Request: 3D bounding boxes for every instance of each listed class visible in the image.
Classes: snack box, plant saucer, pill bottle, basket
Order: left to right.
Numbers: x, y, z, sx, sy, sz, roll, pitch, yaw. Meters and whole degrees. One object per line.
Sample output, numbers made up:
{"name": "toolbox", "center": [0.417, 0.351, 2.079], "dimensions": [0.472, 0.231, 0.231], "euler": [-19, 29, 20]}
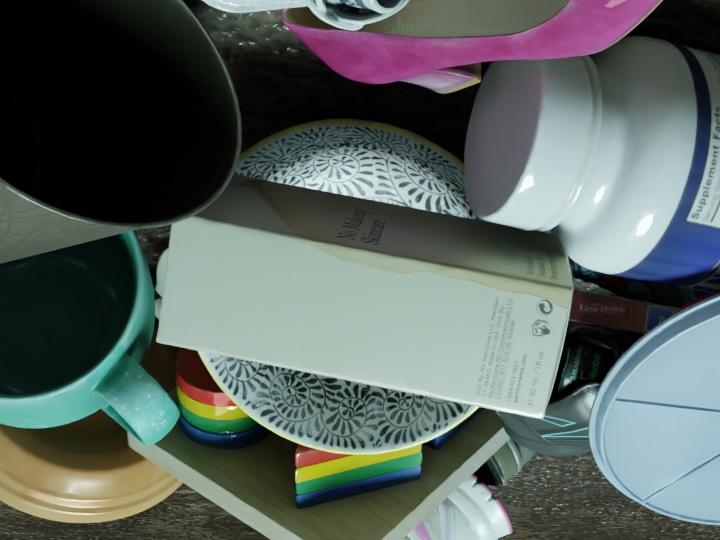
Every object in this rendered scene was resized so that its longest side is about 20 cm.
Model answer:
{"name": "basket", "center": [-0.186, -0.068, 0.613], "dimensions": [0.180, 0.137, 0.199], "euler": [28, 150, -32]}
{"name": "plant saucer", "center": [-0.197, 0.079, 0.877], "dimensions": [0.199, 0.201, 0.038], "euler": [11, 142, -21]}
{"name": "pill bottle", "center": [0.160, -0.052, 0.627], "dimensions": [0.198, 0.121, 0.120], "euler": [10, 156, -17]}
{"name": "snack box", "center": [0.222, 0.052, 0.782], "dimensions": [0.198, 0.024, 0.072], "euler": [10, 157, 6]}

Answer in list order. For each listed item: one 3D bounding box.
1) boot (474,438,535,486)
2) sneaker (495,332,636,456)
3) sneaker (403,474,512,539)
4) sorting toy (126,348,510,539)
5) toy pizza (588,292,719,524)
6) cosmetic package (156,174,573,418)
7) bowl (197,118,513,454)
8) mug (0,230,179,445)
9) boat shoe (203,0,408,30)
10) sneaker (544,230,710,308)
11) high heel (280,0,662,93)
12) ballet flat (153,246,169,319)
{"name": "boot", "center": [0.151, 0.095, 0.965], "dimensions": [0.199, 0.073, 0.182], "euler": [-33, -170, -20]}
{"name": "sneaker", "center": [0.166, 0.079, 0.749], "dimensions": [0.199, 0.076, 0.079], "euler": [-4, 146, 30]}
{"name": "sneaker", "center": [0.012, 0.152, 0.910], "dimensions": [0.200, 0.088, 0.081], "euler": [37, 167, 27]}
{"name": "sorting toy", "center": [-0.021, 0.084, 0.834], "dimensions": [0.199, 0.198, 0.070], "euler": [25, 130, 31]}
{"name": "toy pizza", "center": [0.219, 0.067, 0.658], "dimensions": [0.198, 0.032, 0.201], "euler": [-2, 134, -2]}
{"name": "cosmetic package", "center": [0.005, 0.009, 0.648], "dimensions": [0.198, 0.074, 0.104], "euler": [11, -163, 2]}
{"name": "bowl", "center": [0.000, 0.000, 0.749], "dimensions": [0.199, 0.202, 0.094], "euler": [-1, -163, 8]}
{"name": "mug", "center": [-0.204, 0.038, 0.790], "dimensions": [0.151, 0.186, 0.115], "euler": [-12, 162, -8]}
{"name": "boat shoe", "center": [0.005, -0.136, 0.508], "dimensions": [0.199, 0.069, 0.072], "euler": [-10, 155, 25]}
{"name": "sneaker", "center": [0.176, -0.021, 0.787], "dimensions": [0.095, 0.080, 0.200], "euler": [6, 160, 40]}
{"name": "high heel", "center": [0.052, -0.129, 0.532], "dimensions": [0.095, 0.068, 0.199], "euler": [12, 166, -33]}
{"name": "ballet flat", "center": [-0.112, 0.005, 0.846], "dimensions": [0.067, 0.067, 0.200], "euler": [46, 154, 10]}
